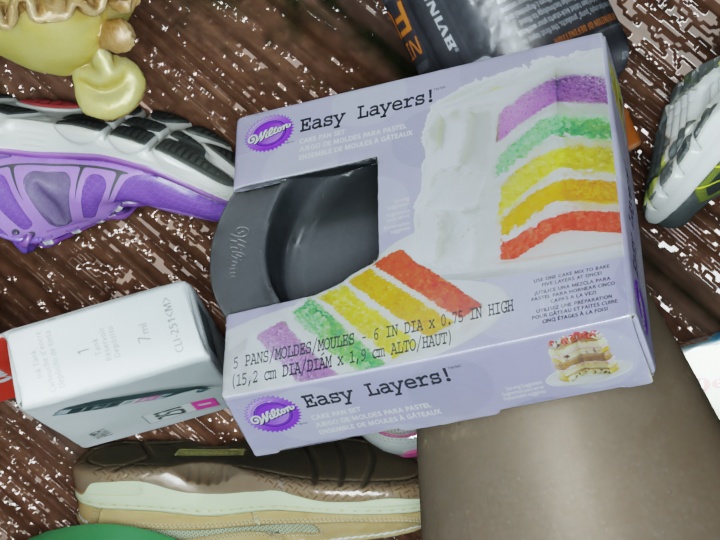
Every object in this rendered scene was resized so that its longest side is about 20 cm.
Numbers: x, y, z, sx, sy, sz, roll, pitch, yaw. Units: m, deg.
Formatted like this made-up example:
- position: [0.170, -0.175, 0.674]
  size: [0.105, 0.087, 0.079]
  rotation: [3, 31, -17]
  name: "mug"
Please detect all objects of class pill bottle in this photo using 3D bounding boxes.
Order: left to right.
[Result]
- position: [0.070, -0.137, 1.173]
  size: [0.106, 0.106, 0.200]
  rotation: [-27, 89, 5]
  name: "pill bottle"

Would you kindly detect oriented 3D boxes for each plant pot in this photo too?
- position: [0.100, 0.100, 1.102]
  size: [0.200, 0.200, 0.175]
  rotation: [-16, 86, 5]
  name: "plant pot"

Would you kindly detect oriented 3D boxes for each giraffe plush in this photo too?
- position: [-0.179, -0.147, 1.113]
  size: [0.162, 0.200, 0.173]
  rotation: [-4, 135, 15]
  name: "giraffe plush"

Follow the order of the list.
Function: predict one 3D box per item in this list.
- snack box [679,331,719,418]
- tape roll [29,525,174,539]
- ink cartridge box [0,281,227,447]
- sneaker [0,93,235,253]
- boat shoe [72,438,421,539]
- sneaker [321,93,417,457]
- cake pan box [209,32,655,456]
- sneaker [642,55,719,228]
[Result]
- position: [0.144, 0.107, 1.210]
  size: [0.200, 0.037, 0.116]
  rotation: [-16, 92, 5]
  name: "snack box"
- position: [-0.133, 0.235, 1.202]
  size: [0.200, 0.048, 0.201]
  rotation: [4, 106, 12]
  name: "tape roll"
- position: [-0.154, 0.061, 1.142]
  size: [0.173, 0.200, 0.044]
  rotation: [-16, 81, -1]
  name: "ink cartridge box"
- position: [-0.155, -0.047, 1.223]
  size: [0.200, 0.081, 0.084]
  rotation: [7, 106, 14]
  name: "sneaker"
- position: [-0.053, 0.133, 1.219]
  size: [0.200, 0.072, 0.076]
  rotation: [1, 106, 17]
  name: "boat shoe"
- position: [0.000, 0.000, 1.183]
  size: [0.081, 0.088, 0.200]
  rotation: [-18, 82, 5]
  name: "sneaker"
- position: [0.030, -0.013, 1.063]
  size: [0.200, 0.184, 0.052]
  rotation: [-11, 135, 14]
  name: "cake pan box"
- position: [0.208, -0.074, 1.138]
  size: [0.084, 0.200, 0.075]
  rotation: [23, 53, -10]
  name: "sneaker"
